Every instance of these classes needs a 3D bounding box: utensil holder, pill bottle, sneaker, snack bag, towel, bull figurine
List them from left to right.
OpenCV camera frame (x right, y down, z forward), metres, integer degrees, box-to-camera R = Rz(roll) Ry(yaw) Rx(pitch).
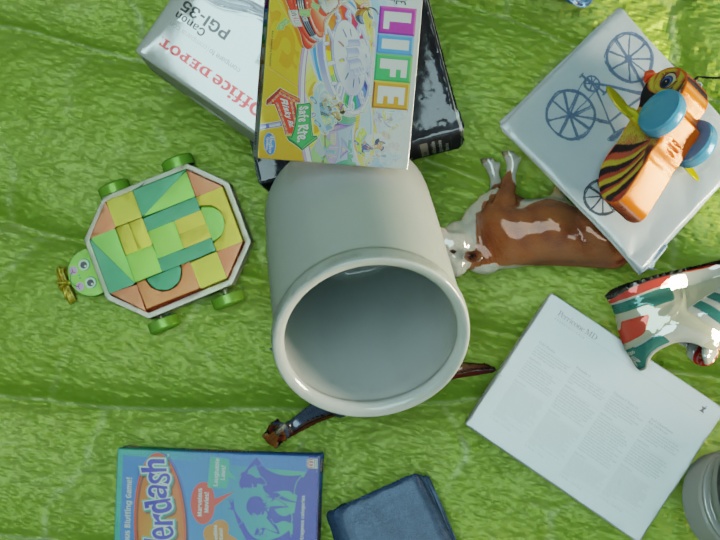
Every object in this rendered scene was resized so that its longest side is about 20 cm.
[{"bbox_3d":[0.000,0.000,1.431,0.169,0.200,0.171,-3,127,-4],"label":"utensil holder"},{"bbox_3d":[0.049,0.302,1.550,0.111,0.049,0.201,-22,87,3],"label":"towel"},{"bbox_3d":[0.162,-0.050,1.548,0.199,0.065,0.122,3,81,-1],"label":"bull figurine"},{"bbox_3d":[0.256,-0.125,1.535,0.200,0.021,0.189,46,69,-1],"label":"snack bag"},{"bbox_3d":[0.332,0.039,1.521,0.199,0.070,0.094,-13,87,-11],"label":"sneaker"},{"bbox_3d":[0.388,0.194,1.447,0.113,0.200,0.115,9,70,-28],"label":"pill bottle"}]

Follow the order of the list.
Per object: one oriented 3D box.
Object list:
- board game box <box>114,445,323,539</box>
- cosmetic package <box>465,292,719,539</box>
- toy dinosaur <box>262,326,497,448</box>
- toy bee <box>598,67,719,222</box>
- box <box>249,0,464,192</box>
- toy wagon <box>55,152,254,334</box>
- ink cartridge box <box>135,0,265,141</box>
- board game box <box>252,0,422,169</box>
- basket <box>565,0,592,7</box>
[{"bbox_3d":[-0.137,0.250,1.566,0.199,0.045,0.153,1,88,5],"label":"board game box"},{"bbox_3d":[0.222,0.139,1.543,0.199,0.052,0.151,34,92,5],"label":"cosmetic package"},{"bbox_3d":[-0.002,0.120,1.546,0.200,0.105,0.182,35,111,-7],"label":"toy dinosaur"},{"bbox_3d":[0.286,-0.138,1.495,0.199,0.109,0.131,-33,118,-8],"label":"toy bee"},{"bbox_3d":[-0.020,-0.194,1.541,0.199,0.117,0.198,-14,86,3],"label":"box"},{"bbox_3d":[-0.207,-0.018,1.586,0.199,0.040,0.156,-21,86,3],"label":"toy wagon"},{"bbox_3d":[-0.083,-0.229,1.449,0.146,0.083,0.201,34,90,4],"label":"ink cartridge box"},{"bbox_3d":[-0.018,-0.192,1.389,0.134,0.034,0.201,3,97,-12],"label":"board game box"},{"bbox_3d":[0.225,-0.315,1.506,0.199,0.176,0.140,21,89,23],"label":"basket"}]
